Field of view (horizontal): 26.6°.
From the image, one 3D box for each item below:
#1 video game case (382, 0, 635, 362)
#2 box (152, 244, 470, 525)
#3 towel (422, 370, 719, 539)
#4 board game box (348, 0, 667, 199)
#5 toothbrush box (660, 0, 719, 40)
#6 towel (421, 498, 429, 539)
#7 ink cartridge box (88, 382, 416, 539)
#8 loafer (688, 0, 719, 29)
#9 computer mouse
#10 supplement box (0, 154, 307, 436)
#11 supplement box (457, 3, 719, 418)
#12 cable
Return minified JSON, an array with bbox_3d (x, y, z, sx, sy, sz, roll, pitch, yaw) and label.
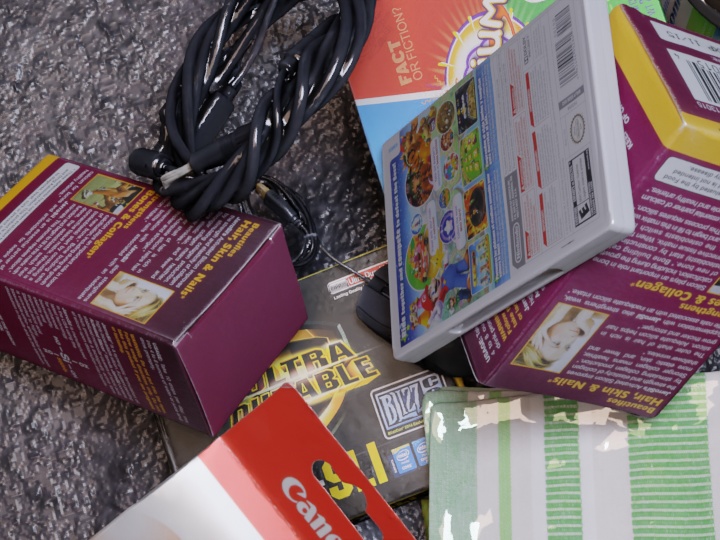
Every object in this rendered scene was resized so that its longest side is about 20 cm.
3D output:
[{"bbox_3d":[0.073,-0.049,0.838,0.018,0.200,0.144,11,63,-29],"label":"video game case"},{"bbox_3d":[-0.031,0.089,0.995,0.199,0.049,0.161,-21,78,4],"label":"box"},{"bbox_3d":[0.137,0.135,0.905,0.198,0.023,0.154,-6,67,12],"label":"towel"},{"bbox_3d":[0.097,-0.119,0.949,0.199,0.040,0.154,-20,83,14],"label":"board game box"},{"bbox_3d":[0.285,-0.119,0.928,0.144,0.086,0.201,-9,58,-8],"label":"toothbrush box"},{"bbox_3d":[0.131,0.190,0.927,0.198,0.023,0.145,-11,60,20],"label":"towel"},{"bbox_3d":[-0.066,0.187,0.918,0.200,0.050,0.163,-40,88,32],"label":"ink cartridge box"},{"bbox_3d":[0.275,-0.160,0.860,0.199,0.072,0.073,23,60,12],"label":"loafer"},{"bbox_3d":[0.000,0.000,0.968,0.199,0.034,0.059,34,85,13],"label":"computer mouse"},{"bbox_3d":[-0.148,0.011,0.961,0.199,0.086,0.111,18,51,31],"label":"supplement box"},{"bbox_3d":[0.153,-0.026,0.840,0.200,0.130,0.104,-55,36,34],"label":"supplement box"},{"bbox_3d":[-0.061,-0.124,0.927,0.051,0.163,0.200,41,85,-27],"label":"cable"}]
